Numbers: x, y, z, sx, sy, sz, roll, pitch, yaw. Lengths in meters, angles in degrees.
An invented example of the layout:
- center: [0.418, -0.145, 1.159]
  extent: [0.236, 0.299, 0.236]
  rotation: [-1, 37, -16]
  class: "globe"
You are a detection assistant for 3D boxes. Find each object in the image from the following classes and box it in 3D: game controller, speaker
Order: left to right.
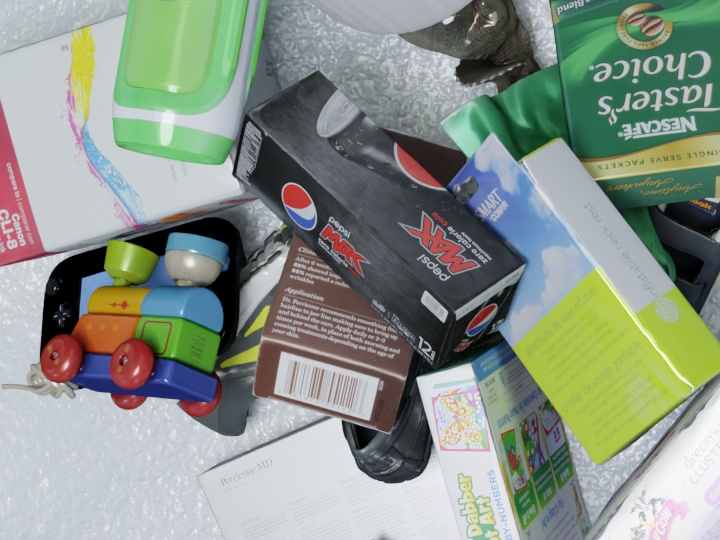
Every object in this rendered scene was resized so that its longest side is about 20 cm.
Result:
- center: [-0.160, 0.027, 1.449]
  extent: [0.199, 0.042, 0.105]
  rotation: [-14, 58, 39]
  class: "game controller"
- center: [-0.105, -0.173, 1.288]
  extent: [0.088, 0.088, 0.202]
  rotation: [9, 88, 14]
  class: "speaker"

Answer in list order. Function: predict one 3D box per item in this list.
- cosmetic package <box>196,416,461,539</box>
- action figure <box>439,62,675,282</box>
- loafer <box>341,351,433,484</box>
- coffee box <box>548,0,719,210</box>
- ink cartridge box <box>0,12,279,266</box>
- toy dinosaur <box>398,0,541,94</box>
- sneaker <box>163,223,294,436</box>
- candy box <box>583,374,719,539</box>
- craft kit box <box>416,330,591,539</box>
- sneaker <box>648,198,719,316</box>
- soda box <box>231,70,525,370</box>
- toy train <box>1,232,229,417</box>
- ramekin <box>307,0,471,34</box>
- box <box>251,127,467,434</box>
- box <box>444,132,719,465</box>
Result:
- center: [0.001, 0.177, 1.458]
  extent: [0.199, 0.052, 0.152]
  rotation: [-24, 91, 16]
  class: "cosmetic package"
- center: [0.150, -0.036, 1.332]
  extent: [0.118, 0.055, 0.201]
  rotation: [-27, 74, -10]
  class: "action figure"
- center: [0.022, 0.046, 1.395]
  extent: [0.068, 0.070, 0.202]
  rotation: [-8, 63, 26]
  class: "loafer"
- center: [0.189, -0.137, 1.317]
  extent: [0.122, 0.044, 0.201]
  rotation: [-6, 61, 5]
  class: "coffee box"
- center: [-0.164, -0.100, 1.424]
  extent: [0.199, 0.145, 0.146]
  rotation: [-16, 91, 17]
  class: "ink cartridge box"
- center: [0.058, -0.190, 1.392]
  extent: [0.199, 0.077, 0.103]
  rotation: [34, 91, 6]
  class: "toy dinosaur"
- center: [-0.061, 0.037, 1.459]
  extent: [0.085, 0.075, 0.200]
  rotation: [41, 104, -13]
  class: "sneaker"
- center: [0.227, 0.131, 1.314]
  extent: [0.071, 0.200, 0.168]
  rotation: [40, 105, 8]
  class: "candy box"
- center: [0.106, 0.146, 1.350]
  extent: [0.048, 0.200, 0.199]
  rotation: [-18, 90, 18]
  class: "craft kit box"
- center: [0.217, -0.028, 1.365]
  extent: [0.078, 0.079, 0.201]
  rotation: [25, 103, 10]
  class: "sneaker"
- center: [0.010, -0.034, 1.286]
  extent: [0.200, 0.071, 0.064]
  rotation: [44, 146, 21]
  class: "soda box"
- center: [-0.175, 0.031, 1.394]
  extent: [0.199, 0.084, 0.117]
  rotation: [2, 73, 41]
  class: "toy train"
- center: [0.018, -0.257, 1.348]
  extent: [0.199, 0.098, 0.202]
  rotation: [-13, 63, 27]
  class: "ramekin"
- center: [0.000, 0.000, 1.344]
  extent: [0.099, 0.201, 0.075]
  rotation: [16, 144, 2]
  class: "box"
- center: [0.131, 0.012, 1.270]
  extent: [0.201, 0.048, 0.122]
  rotation: [54, 145, 10]
  class: "box"
